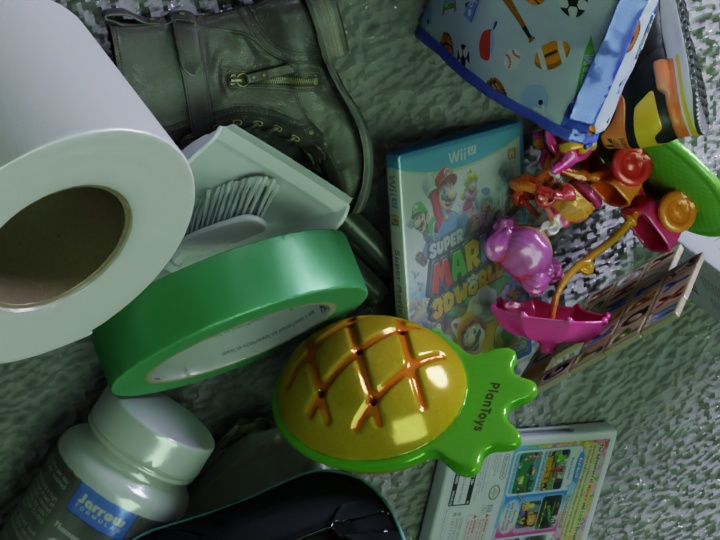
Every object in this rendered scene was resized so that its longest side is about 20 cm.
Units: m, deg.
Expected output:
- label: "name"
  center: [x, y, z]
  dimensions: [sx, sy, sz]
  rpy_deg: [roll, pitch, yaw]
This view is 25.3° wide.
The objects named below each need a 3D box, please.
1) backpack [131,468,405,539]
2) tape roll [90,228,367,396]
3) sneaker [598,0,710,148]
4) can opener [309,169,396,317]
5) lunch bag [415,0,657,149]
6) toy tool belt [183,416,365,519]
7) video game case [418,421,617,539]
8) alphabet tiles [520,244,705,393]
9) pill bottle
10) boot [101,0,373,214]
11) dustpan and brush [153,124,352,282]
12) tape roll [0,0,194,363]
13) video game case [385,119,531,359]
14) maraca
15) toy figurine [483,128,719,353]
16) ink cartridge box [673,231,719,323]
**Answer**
- label: "backpack"
  center: [-0.050, 0.248, 1.174]
  dimensions: [0.200, 0.176, 0.153]
  rpy_deg: [-29, 131, -3]
- label: "tape roll"
  center: [-0.095, 0.032, 1.167]
  dimensions: [0.200, 0.048, 0.200]
  rpy_deg: [-21, 170, -4]
- label: "sneaker"
  center: [0.204, -0.180, 1.219]
  dimensions: [0.090, 0.200, 0.070]
  rpy_deg: [-15, 147, 16]
- label: "can opener"
  center: [0.000, 0.000, 1.278]
  dimensions: [0.200, 0.067, 0.053]
  rpy_deg: [45, 70, -25]
- label: "lunch bag"
  center: [0.147, -0.196, 1.142]
  dimensions: [0.124, 0.200, 0.170]
  rpy_deg: [12, 110, -24]
- label: "toy tool belt"
  center: [-0.055, 0.172, 1.322]
  dimensions: [0.200, 0.125, 0.123]
  rpy_deg: [-42, 162, 3]
- label: "video game case"
  center: [0.139, 0.237, 1.505]
  dimensions: [0.182, 0.024, 0.200]
  rpy_deg: [-1, 117, -28]
- label: "alphabet tiles"
  center: [0.208, 0.037, 1.321]
  dimensions: [0.167, 0.200, 0.008]
  rpy_deg: [-33, 97, 28]
- label: "pill bottle"
  center: [-0.204, 0.190, 1.237]
  dimensions: [0.114, 0.114, 0.200]
  rpy_deg: [26, 102, -36]
- label: "boot"
  center: [-0.090, -0.113, 1.157]
  dimensions: [0.174, 0.069, 0.200]
  rpy_deg: [-19, 114, -11]
- label: "dustpan and brush"
  center: [-0.122, -0.022, 1.169]
  dimensions: [0.200, 0.057, 0.140]
  rpy_deg: [-22, 144, 36]
- label: "tape roll"
  center: [-0.226, -0.058, 1.026]
  dimensions: [0.203, 0.139, 0.203]
  rpy_deg: [-29, 151, -18]
- label: "video game case"
  center: [0.082, -0.009, 1.282]
  dimensions: [0.143, 0.018, 0.200]
  rpy_deg: [-18, 111, -39]
- label: "maraca"
  center: [0.030, 0.094, 1.193]
  dimensions: [0.107, 0.200, 0.137]
  rpy_deg: [70, 34, -49]
- label: "toy figurine"
  center: [0.168, -0.031, 1.275]
  dimensions: [0.200, 0.150, 0.184]
  rpy_deg: [44, 78, -16]
- label: "ink cartridge box"
  center: [0.394, -0.024, 1.395]
  dimensions: [0.200, 0.176, 0.084]
  rpy_deg: [-32, 127, -8]
